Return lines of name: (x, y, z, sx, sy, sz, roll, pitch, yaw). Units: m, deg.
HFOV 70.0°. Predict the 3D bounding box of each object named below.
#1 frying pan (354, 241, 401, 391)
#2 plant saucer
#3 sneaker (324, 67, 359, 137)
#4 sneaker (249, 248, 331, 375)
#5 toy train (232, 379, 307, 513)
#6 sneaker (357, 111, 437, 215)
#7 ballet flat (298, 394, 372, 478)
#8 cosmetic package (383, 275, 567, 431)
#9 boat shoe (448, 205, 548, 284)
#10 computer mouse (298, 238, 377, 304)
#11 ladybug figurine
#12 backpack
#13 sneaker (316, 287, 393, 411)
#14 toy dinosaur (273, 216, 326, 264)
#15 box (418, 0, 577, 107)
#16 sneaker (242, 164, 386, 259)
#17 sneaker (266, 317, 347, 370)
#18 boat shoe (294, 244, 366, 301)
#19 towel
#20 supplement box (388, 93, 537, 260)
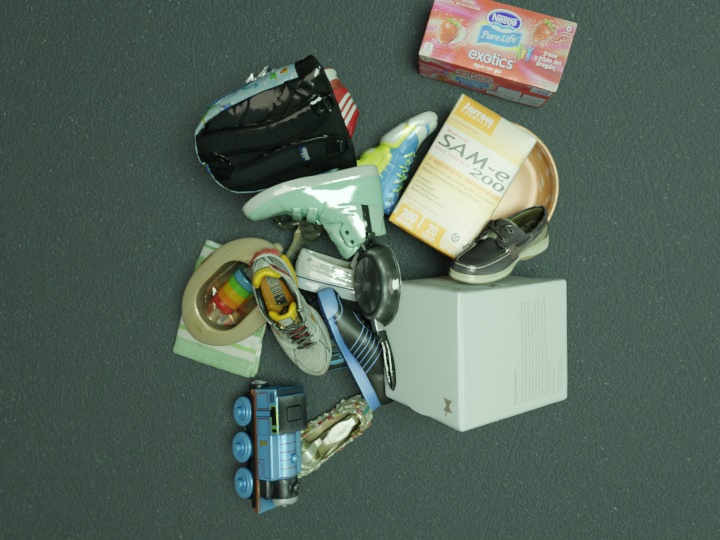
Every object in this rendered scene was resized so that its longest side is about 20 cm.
frying pan: (0.018, 0.057, 0.713, 0.031, 0.115, 0.193, -1, 104, -27)
plant saucer: (0.199, -0.125, 0.790, 0.197, 0.037, 0.203, 0, 94, 7)
sneaker: (-0.089, -0.207, 0.795, 0.199, 0.078, 0.116, -38, 88, 9)
sneaker: (-0.104, 0.071, 0.732, 0.077, 0.082, 0.202, -27, 109, 4)
toy train: (-0.141, 0.274, 0.806, 0.113, 0.086, 0.203, -11, 78, 38)
sneaker: (0.049, -0.152, 0.791, 0.199, 0.076, 0.106, -31, 100, 20)
ballet flat: (-0.064, 0.276, 0.837, 0.200, 0.064, 0.076, -42, 88, 8)
cosmetic package: (0.155, 0.096, 0.706, 0.198, 0.167, 0.169, -5, 96, -32)
boat shoe: (0.191, -0.040, 0.694, 0.072, 0.198, 0.066, 25, 127, 44)
computer mouse: (-0.048, -0.011, 0.832, 0.199, 0.034, 0.059, -39, 107, 1)
ladybug figurine: (-0.189, 0.030, 0.803, 0.199, 0.072, 0.136, -40, 90, 10)
backpack: (-0.127, -0.189, 0.709, 0.198, 0.154, 0.164, -28, 131, -1)
sneaker: (0.005, 0.105, 0.761, 0.077, 0.070, 0.202, -28, 102, -9)
toy dinosaur: (-0.090, -0.073, 0.793, 0.088, 0.048, 0.200, 41, 119, -6)
box: (0.190, -0.317, 0.744, 0.197, 0.103, 0.096, 18, 96, 6)
sneaker: (-0.060, -0.068, 0.717, 0.197, 0.074, 0.120, -13, 92, -2)
sneaker: (-0.062, 0.117, 0.819, 0.197, 0.073, 0.083, 15, 95, 5)
boat shoe: (-0.001, -0.001, 0.794, 0.199, 0.075, 0.087, 12, 99, -5)
towel: (-0.220, 0.064, 0.859, 0.151, 0.023, 0.203, 17, 97, 5)
supplement box: (0.143, -0.127, 0.741, 0.125, 0.074, 0.202, 30, 97, 3)
